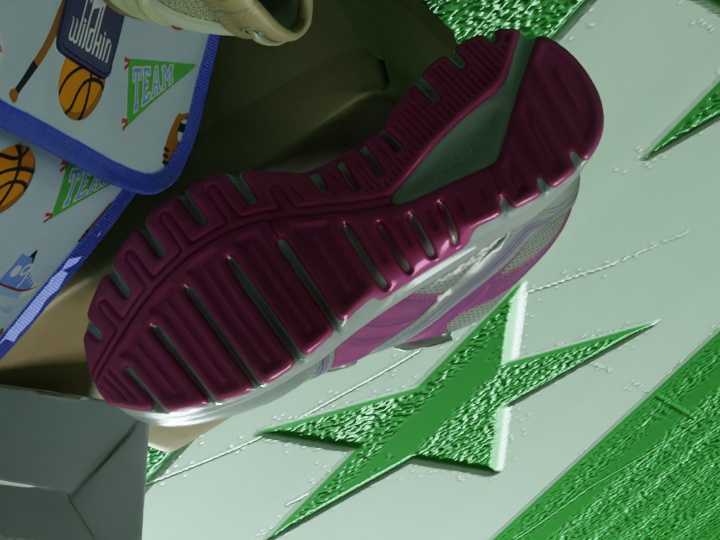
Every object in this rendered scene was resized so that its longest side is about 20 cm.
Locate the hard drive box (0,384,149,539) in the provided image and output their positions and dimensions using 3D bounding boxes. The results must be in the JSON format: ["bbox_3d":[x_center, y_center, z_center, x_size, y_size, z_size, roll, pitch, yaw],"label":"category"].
[{"bbox_3d":[-0.193,0.092,1.040,0.155,0.077,0.200,10,165,-27],"label":"hard drive box"}]

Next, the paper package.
[{"bbox_3d":[-0.056,-0.032,1.041,0.200,0.104,0.191,-34,155,13],"label":"paper package"}]

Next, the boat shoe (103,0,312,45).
[{"bbox_3d":[-0.057,-0.150,0.786,0.073,0.063,0.201,-51,147,-35],"label":"boat shoe"}]

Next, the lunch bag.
[{"bbox_3d":[-0.144,-0.064,0.873,0.200,0.124,0.170,-49,152,7],"label":"lunch bag"}]

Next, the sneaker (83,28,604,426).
[{"bbox_3d":[0.000,0.000,0.938,0.199,0.082,0.088,-27,154,1],"label":"sneaker"}]
